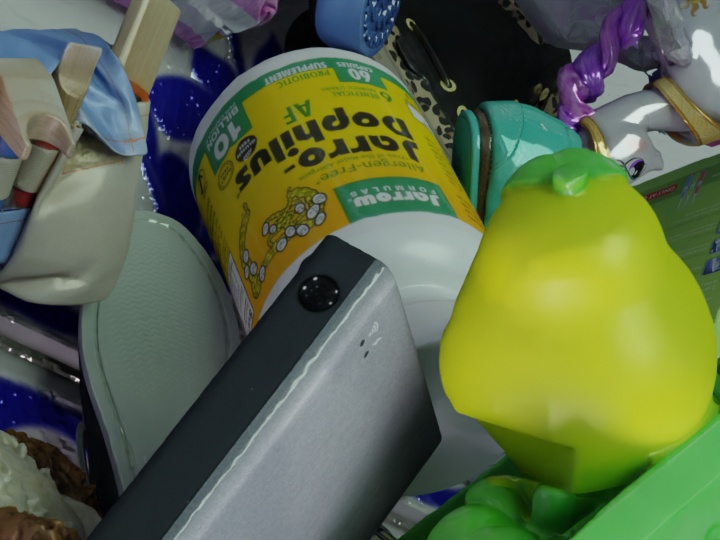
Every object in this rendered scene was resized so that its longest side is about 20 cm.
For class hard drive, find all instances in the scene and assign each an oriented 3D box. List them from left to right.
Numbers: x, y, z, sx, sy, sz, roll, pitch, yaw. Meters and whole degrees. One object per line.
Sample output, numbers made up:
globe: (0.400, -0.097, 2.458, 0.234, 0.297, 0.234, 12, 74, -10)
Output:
hard drive: (-0.048, 0.101, 0.739, 0.200, 0.033, 0.140, -52, 155, -19)

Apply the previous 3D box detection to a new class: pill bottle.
pill bottle: (0.000, 0.000, 0.920, 0.113, 0.113, 0.200, 29, 23, -35)

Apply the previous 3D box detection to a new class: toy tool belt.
toy tool belt: (-0.160, -0.061, 0.824, 0.200, 0.123, 0.125, -2, 33, -49)

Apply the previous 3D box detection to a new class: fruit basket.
fruit basket: (0.073, 0.063, 0.770, 0.215, 0.155, 0.216, 15, 66, -37)

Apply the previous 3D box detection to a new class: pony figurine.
pony figurine: (0.156, -0.127, 1.051, 0.200, 0.167, 0.193, -22, 97, -14)

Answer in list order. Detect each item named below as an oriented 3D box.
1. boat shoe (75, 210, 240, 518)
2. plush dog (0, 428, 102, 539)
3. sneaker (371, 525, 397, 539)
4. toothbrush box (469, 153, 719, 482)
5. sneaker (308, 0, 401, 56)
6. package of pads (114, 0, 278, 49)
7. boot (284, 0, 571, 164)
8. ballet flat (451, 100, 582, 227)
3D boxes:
boat shoe: (-0.088, 0.072, 0.902, 0.075, 0.060, 0.200, 6, 59, -24)
plush dog: (-0.136, 0.122, 0.786, 0.172, 0.160, 0.200, 42, 43, -58)
sneaker: (-0.004, 0.136, 0.884, 0.076, 0.200, 0.076, 6, 112, -18)
toothbrush box: (0.158, 0.041, 1.102, 0.086, 0.145, 0.200, 48, 45, -22)
sneaker: (-0.014, -0.168, 1.041, 0.200, 0.078, 0.070, -75, 172, -55)
package of pads: (-0.089, -0.215, 1.006, 0.120, 0.076, 0.200, 29, 55, -38)
boot: (0.060, -0.064, 1.101, 0.151, 0.073, 0.200, -32, 89, -47)
ballet flat: (0.067, 0.019, 1.002, 0.070, 0.200, 0.067, 5, 22, -11)
